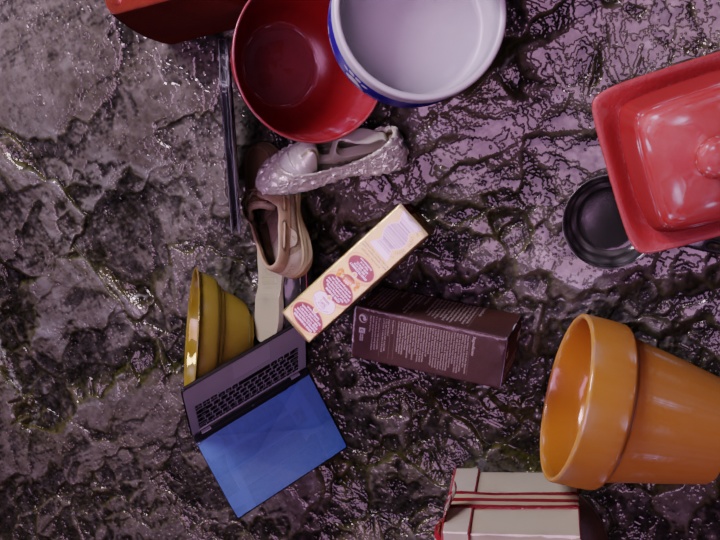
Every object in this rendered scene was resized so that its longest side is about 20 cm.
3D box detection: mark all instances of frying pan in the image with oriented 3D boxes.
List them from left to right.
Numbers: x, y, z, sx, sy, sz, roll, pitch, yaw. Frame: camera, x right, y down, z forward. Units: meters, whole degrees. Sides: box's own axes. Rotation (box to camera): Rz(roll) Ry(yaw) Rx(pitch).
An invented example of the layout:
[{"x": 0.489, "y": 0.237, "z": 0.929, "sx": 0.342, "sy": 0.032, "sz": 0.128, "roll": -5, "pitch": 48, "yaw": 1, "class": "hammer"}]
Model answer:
[{"x": 0.335, "y": -0.064, "z": 1.134, "sx": 0.189, "sy": 0.031, "sz": 0.116, "roll": -9, "pitch": 103, "yaw": 10, "class": "frying pan"}]

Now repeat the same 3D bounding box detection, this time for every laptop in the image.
[{"x": -0.122, "y": 0.199, "z": 1.274, "sx": 0.116, "sy": 0.187, "sz": 0.201, "roll": 48, "pitch": 155, "yaw": 27, "class": "laptop"}]

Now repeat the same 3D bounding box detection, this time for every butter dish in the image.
[{"x": 0.372, "y": -0.125, "z": 1.028, "sx": 0.198, "sy": 0.148, "sz": 0.201, "roll": -16, "pitch": 97, "yaw": 11, "class": "butter dish"}]

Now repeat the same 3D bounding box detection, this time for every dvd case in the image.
[{"x": -0.164, "y": -0.169, "z": 1.202, "sx": 0.016, "sy": 0.149, "sz": 0.201, "roll": -4, "pitch": 124, "yaw": -7, "class": "dvd case"}]

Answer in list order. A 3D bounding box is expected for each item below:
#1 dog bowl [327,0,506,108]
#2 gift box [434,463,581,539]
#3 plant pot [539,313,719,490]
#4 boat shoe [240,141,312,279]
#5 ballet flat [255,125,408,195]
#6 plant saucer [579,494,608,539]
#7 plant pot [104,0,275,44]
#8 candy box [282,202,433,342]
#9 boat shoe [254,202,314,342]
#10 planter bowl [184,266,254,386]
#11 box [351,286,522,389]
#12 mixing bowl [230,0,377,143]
[{"x": 0.062, "y": -0.291, "z": 1.100, "sx": 0.199, "sy": 0.079, "sz": 0.202, "roll": 0, "pitch": 92, "yaw": -8, "class": "dog bowl"}, {"x": 0.179, "y": 0.339, "z": 1.184, "sx": 0.185, "sy": 0.185, "sz": 0.201, "roll": -3, "pitch": 100, "yaw": 12, "class": "gift box"}, {"x": 0.328, "y": 0.169, "z": 1.124, "sx": 0.182, "sy": 0.200, "sz": 0.201, "roll": 13, "pitch": 109, "yaw": -1, "class": "plant pot"}, {"x": -0.117, "y": -0.086, "z": 1.239, "sx": 0.071, "sy": 0.064, "sz": 0.201, "roll": -34, "pitch": 63, "yaw": 28, "class": "boat shoe"}, {"x": -0.039, "y": -0.147, "z": 1.197, "sx": 0.199, "sy": 0.072, "sz": 0.072, "roll": -12, "pitch": 101, "yaw": -2, "class": "ballet flat"}, {"x": 0.233, "y": 0.376, "z": 1.286, "sx": 0.199, "sy": 0.037, "sz": 0.202, "roll": 5, "pitch": 107, "yaw": 18, "class": "plant saucer"}, {"x": -0.224, "y": -0.394, "z": 1.171, "sx": 0.199, "sy": 0.176, "sz": 0.201, "roll": -7, "pitch": 101, "yaw": 22, "class": "plant pot"}, {"x": 0.000, "y": 0.000, "z": 1.201, "sx": 0.200, "sy": 0.115, "sz": 0.055, "roll": -42, "pitch": 87, "yaw": 9, "class": "candy box"}, {"x": -0.099, "y": -0.001, "z": 1.296, "sx": 0.073, "sy": 0.063, "sz": 0.203, "roll": 9, "pitch": 95, "yaw": 48, "class": "boat shoe"}, {"x": -0.193, "y": 0.098, "z": 1.313, "sx": 0.083, "sy": 0.200, "sz": 0.202, "roll": 4, "pitch": 108, "yaw": -15, "class": "planter bowl"}, {"x": 0.098, "y": 0.083, "z": 1.223, "sx": 0.199, "sy": 0.100, "sz": 0.075, "roll": 10, "pitch": 107, "yaw": 18, "class": "box"}, {"x": -0.079, "y": -0.256, "z": 1.169, "sx": 0.108, "sy": 0.199, "sz": 0.202, "roll": 14, "pitch": 116, "yaw": 62, "class": "mixing bowl"}]
